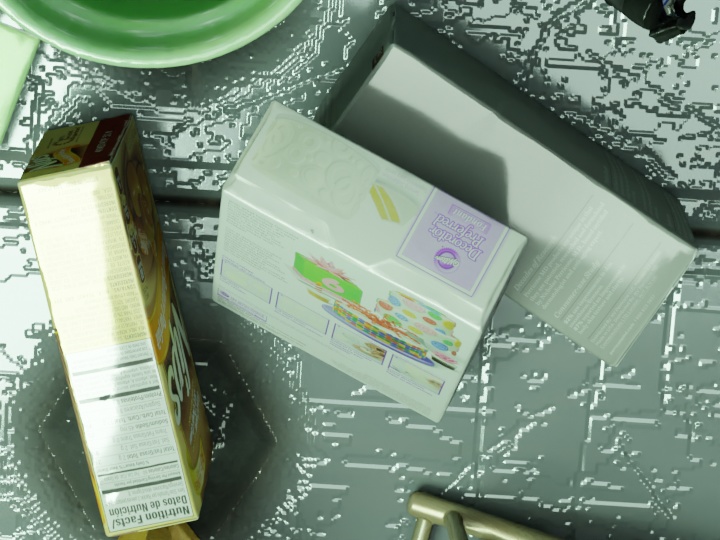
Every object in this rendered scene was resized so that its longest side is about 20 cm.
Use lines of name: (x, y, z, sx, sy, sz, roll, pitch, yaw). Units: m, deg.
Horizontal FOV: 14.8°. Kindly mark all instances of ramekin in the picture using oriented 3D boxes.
ramekin: (-0.102, -0.206, 1.351, 0.199, 0.098, 0.201, 0, 107, 0)

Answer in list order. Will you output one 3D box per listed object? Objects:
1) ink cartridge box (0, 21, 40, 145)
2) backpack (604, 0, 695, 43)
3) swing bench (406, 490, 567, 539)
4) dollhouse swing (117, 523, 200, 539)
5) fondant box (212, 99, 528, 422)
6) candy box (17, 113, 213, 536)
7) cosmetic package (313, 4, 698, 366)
ink cartridge box: (-0.276, -0.123, 1.472, 0.200, 0.059, 0.104, 22, 106, -6)
backpack: (0.152, -0.240, 1.370, 0.147, 0.183, 0.200, 40, 98, -11)
swing bench: (0.104, 0.253, 1.546, 0.199, 0.130, 0.199, 13, 105, -9)
dollhouse swing: (-0.087, 0.258, 1.507, 0.176, 0.200, 0.182, 31, 104, -7)
fondant box: (0.000, 0.000, 1.422, 0.144, 0.200, 0.058, 29, 75, 4)
candy box: (-0.129, 0.028, 1.485, 0.055, 0.115, 0.200, -12, 106, 5)
cosmetic package: (0.074, -0.047, 1.467, 0.200, 0.107, 0.090, 32, 105, -6)
